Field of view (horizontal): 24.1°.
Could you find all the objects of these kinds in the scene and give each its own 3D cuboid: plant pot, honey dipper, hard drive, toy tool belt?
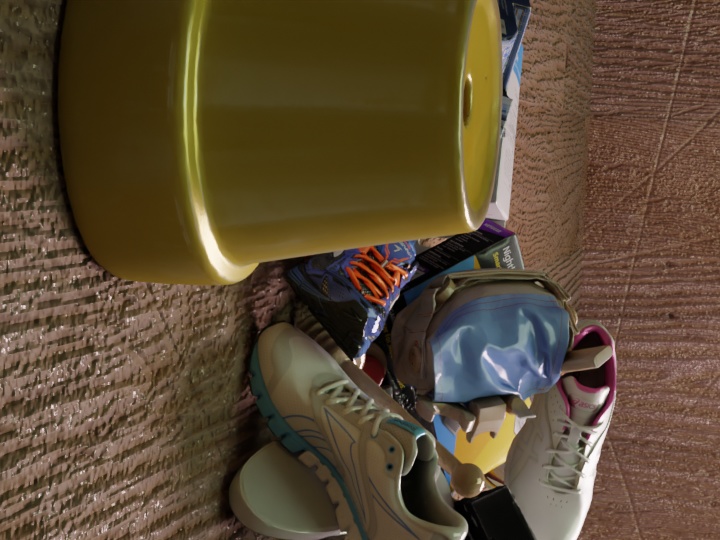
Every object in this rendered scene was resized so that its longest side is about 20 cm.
[{"bbox_3d":[-0.029,-0.090,0.859,0.201,0.188,0.201,3,90,-76],"label":"plant pot"},{"bbox_3d":[0.021,0.092,1.158,0.038,0.200,0.038,-22,130,-29],"label":"honey dipper"},{"bbox_3d":[0.119,0.244,1.350,0.200,0.038,0.140,113,-47,-78],"label":"hard drive"},{"bbox_3d":[0.082,0.068,1.295,0.123,0.200,0.125,34,-47,57],"label":"toy tool belt"}]

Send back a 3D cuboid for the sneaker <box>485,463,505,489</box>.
[{"bbox_3d":[0.105,0.109,1.532,0.200,0.075,0.090,55,-17,1],"label":"sneaker"}]

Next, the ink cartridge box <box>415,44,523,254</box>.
[{"bbox_3d":[0.071,-0.109,1.442,0.068,0.116,0.201,44,50,-73],"label":"ink cartridge box"}]

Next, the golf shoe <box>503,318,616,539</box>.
[{"bbox_3d":[0.164,0.132,1.359,0.092,0.075,0.201,115,-15,-75],"label":"golf shoe"}]

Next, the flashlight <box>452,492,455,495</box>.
[{"bbox_3d":[0.046,0.139,1.519,0.200,0.068,0.068,76,-5,-49],"label":"flashlight"}]

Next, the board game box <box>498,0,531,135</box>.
[{"bbox_3d":[0.070,-0.111,1.257,0.200,0.062,0.200,-88,-168,-63],"label":"board game box"}]

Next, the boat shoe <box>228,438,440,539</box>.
[{"bbox_3d":[-0.024,0.155,1.161,0.200,0.064,0.071,-4,60,-51],"label":"boat shoe"}]

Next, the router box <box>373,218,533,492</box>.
[{"bbox_3d":[0.079,0.077,1.406,0.051,0.149,0.200,33,-34,54],"label":"router box"}]

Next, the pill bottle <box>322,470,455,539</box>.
[{"bbox_3d":[0.024,0.207,1.341,0.200,0.108,0.109,76,22,-51],"label":"pill bottle"}]

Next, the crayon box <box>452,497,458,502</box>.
[{"bbox_3d":[0.080,0.269,1.548,0.052,0.126,0.200,-50,151,-22],"label":"crayon box"}]

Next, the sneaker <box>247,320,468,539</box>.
[{"bbox_3d":[0.005,0.109,1.104,0.075,0.087,0.200,-23,75,-50],"label":"sneaker"}]

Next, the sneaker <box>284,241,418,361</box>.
[{"bbox_3d":[0.000,0.000,1.172,0.075,0.078,0.200,48,10,-11],"label":"sneaker"}]
